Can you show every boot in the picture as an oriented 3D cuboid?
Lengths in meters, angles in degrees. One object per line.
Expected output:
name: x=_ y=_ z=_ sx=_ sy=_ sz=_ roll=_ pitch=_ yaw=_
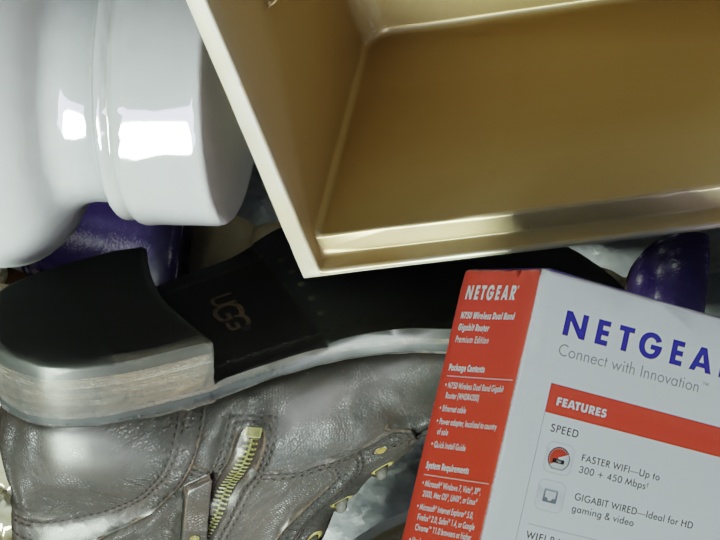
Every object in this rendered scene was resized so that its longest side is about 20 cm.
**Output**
boot: x=-0.024 y=0.075 z=0.811 sx=0.200 sy=0.069 sz=0.174 roll=-6 pitch=123 yaw=-14

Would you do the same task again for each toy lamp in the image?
toy lamp: x=0.000 y=0.000 z=0.848 sx=0.200 sy=0.058 sz=0.058 roll=10 pitch=136 yaw=1

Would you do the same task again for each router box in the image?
router box: x=0.104 y=0.110 z=0.735 sx=0.200 sy=0.180 sz=0.049 roll=16 pitch=174 yaw=-21

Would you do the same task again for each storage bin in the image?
storage bin: x=0.055 y=-0.110 z=0.698 sx=0.198 sy=0.094 sz=0.200 roll=-6 pitch=132 yaw=19

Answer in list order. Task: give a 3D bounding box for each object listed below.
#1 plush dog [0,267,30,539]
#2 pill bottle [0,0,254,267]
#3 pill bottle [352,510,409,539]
plush dog: x=-0.168 y=0.074 z=0.881 sx=0.172 sy=0.161 sz=0.200 roll=25 pitch=160 yaw=18
pill bottle: x=-0.132 y=-0.058 z=0.778 sx=0.200 sy=0.111 sz=0.111 roll=3 pitch=135 yaw=9
pill bottle: x=0.043 y=0.163 z=0.854 sx=0.115 sy=0.200 sz=0.116 roll=-3 pitch=115 yaw=-6
